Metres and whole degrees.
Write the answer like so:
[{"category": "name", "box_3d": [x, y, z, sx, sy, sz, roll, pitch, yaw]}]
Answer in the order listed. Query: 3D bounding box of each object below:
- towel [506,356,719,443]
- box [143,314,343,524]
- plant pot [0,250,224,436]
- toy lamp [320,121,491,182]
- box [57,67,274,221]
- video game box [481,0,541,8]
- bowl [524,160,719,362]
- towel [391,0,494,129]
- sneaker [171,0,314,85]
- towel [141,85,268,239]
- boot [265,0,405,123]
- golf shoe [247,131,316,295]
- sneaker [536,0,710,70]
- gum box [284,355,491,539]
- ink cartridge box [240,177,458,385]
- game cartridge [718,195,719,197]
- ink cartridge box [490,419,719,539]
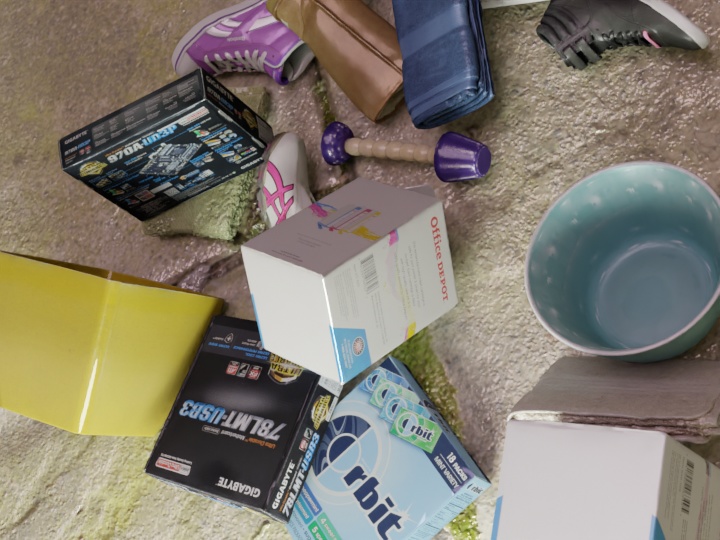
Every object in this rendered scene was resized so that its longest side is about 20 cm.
[{"category": "towel", "box_3d": [0.252, 0.119, 1.260, 0.199, 0.132, 0.035, 0, 110, 31]}, {"category": "box", "box_3d": [-0.121, 0.155, 1.468, 0.200, 0.050, 0.199, 9, 68, 43]}, {"category": "plant pot", "box_3d": [-0.307, 0.090, 1.556, 0.199, 0.200, 0.177, 13, 90, 33]}, {"category": "toy lamp", "box_3d": [0.052, -0.132, 1.504, 0.199, 0.058, 0.058, 12, 79, 34]}, {"category": "box", "box_3d": [-0.219, -0.140, 1.557, 0.199, 0.159, 0.046, -24, 61, 19]}, {"category": "video game box", "box_3d": [0.152, -0.383, 1.515, 0.200, 0.047, 0.183, 4, 72, 47]}, {"category": "bowl", "box_3d": [0.267, 0.008, 1.288, 0.200, 0.105, 0.201, -15, 57, 24]}, {"category": "towel", "box_3d": [0.087, -0.261, 1.474, 0.111, 0.048, 0.201, -22, 69, 43]}, {"category": "sneaker", "box_3d": [-0.139, -0.263, 1.652, 0.200, 0.073, 0.115, -27, 63, 19]}, {"category": "towel", "box_3d": [-0.188, -0.133, 1.654, 0.148, 0.036, 0.201, 3, 73, 30]}, {"category": "boot", "box_3d": [0.009, -0.297, 1.559, 0.200, 0.066, 0.175, 45, 107, 19]}, {"category": "golf shoe", "box_3d": [-0.071, -0.060, 1.542, 0.092, 0.073, 0.201, -1, 82, 23]}, {"category": "sneaker", "box_3d": [0.267, -0.243, 1.414, 0.200, 0.071, 0.099, 35, 93, 40]}, {"category": "gum box", "box_3d": [0.010, 0.218, 1.404, 0.200, 0.045, 0.170, -42, 56, 9]}, {"category": "ink cartridge box", "box_3d": [0.000, 0.000, 1.396, 0.125, 0.129, 0.200, 19, 40, 42]}, {"category": "game cartridge", "box_3d": [0.424, -0.012, 1.259, 0.129, 0.038, 0.201, -28, 61, 14]}, {"category": "ink cartridge box", "box_3d": [0.223, 0.226, 1.185, 0.146, 0.200, 0.147, 1, 73, 32]}]
